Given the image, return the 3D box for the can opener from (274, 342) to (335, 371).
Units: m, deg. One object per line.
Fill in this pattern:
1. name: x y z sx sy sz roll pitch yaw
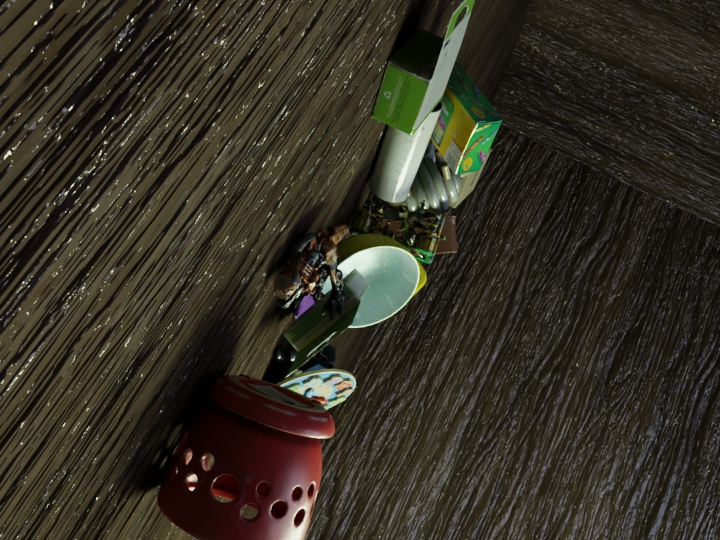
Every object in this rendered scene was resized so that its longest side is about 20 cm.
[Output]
1. can opener: -0.107 0.172 1.277 0.200 0.063 0.079 27 58 -62

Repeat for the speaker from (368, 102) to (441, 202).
1. speaker: 0.078 -0.224 1.228 0.081 0.081 0.201 -55 168 -50

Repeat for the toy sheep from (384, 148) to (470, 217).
1. toy sheep: 0.146 -0.181 1.430 0.138 0.199 0.139 -18 90 -86

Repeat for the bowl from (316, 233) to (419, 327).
1. bowl: 0.000 0.000 1.258 0.108 0.199 0.201 61 -40 44

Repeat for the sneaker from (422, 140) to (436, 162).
1. sneaker: 0.150 -0.310 1.477 0.088 0.081 0.201 -18 126 -78

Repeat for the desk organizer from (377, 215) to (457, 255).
1. desk organizer: 0.105 -0.070 1.437 0.072 0.199 0.078 -7 93 -78

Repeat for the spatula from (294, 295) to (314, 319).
1. spatula: -0.107 0.102 1.289 0.057 0.020 0.200 -60 172 -24

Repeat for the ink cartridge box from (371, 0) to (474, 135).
1. ink cartridge box: 0.100 -0.333 1.026 0.148 0.075 0.201 -56 168 -45

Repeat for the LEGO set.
1. LEGO set: 0.085 -0.100 1.319 0.116 0.199 0.154 -70 160 -7

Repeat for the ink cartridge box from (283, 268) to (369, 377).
1. ink cartridge box: -0.062 0.080 1.093 0.145 0.048 0.200 -40 -176 16

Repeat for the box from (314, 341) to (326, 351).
1. box: -0.050 0.056 1.389 0.137 0.038 0.201 107 6 -50

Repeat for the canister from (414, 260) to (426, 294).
1. canister: 0.042 0.046 1.514 0.148 0.087 0.200 -39 -172 -30

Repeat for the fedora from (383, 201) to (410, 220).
1. fedora: 0.113 -0.177 1.589 0.201 0.091 0.202 24 90 -82

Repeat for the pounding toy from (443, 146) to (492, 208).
1. pounding toy: 0.225 -0.285 1.764 0.142 0.184 0.200 -44 162 -34

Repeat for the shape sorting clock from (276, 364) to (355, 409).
1. shape sorting clock: -0.103 0.242 1.284 0.199 0.039 0.200 -18 148 -11

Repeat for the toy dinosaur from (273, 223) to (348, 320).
1. toy dinosaur: -0.062 -0.005 0.992 0.200 0.102 0.136 -32 138 -34

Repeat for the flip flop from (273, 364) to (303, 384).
1. flip flop: -0.129 0.212 1.365 0.081 0.057 0.200 -64 169 4

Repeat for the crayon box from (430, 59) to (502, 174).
1. crayon box: 0.164 -0.287 1.211 0.058 0.201 0.119 -13 146 -24

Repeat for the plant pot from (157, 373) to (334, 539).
1. plant pot: -0.143 0.244 0.879 0.200 0.199 0.183 38 71 -83
